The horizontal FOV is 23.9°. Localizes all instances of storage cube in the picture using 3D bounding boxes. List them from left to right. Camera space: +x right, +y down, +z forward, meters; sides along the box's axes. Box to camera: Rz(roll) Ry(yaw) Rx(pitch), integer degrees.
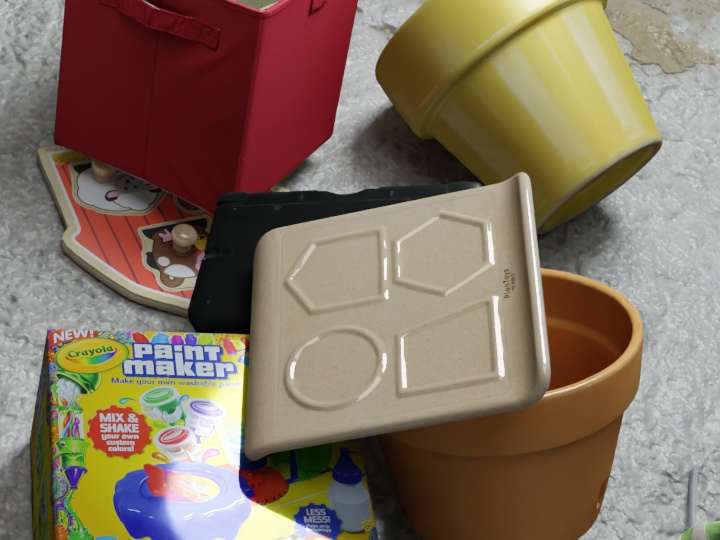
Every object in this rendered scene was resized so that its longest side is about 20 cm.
[{"bbox_3d":[-0.114,-0.176,1.314,0.170,0.181,0.200,23,35,16],"label":"storage cube"}]

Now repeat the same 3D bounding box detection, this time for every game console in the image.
[{"bbox_3d":[0.000,0.000,1.216,0.198,0.117,0.177,-2,51,18],"label":"game console"}]

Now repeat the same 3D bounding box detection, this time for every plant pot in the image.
[{"bbox_3d":[0.093,0.102,1.156,0.198,0.141,0.200,-4,23,2],"label":"plant pot"},{"bbox_3d":[0.142,-0.142,1.401,0.200,0.201,0.190,-26,77,-34],"label":"plant pot"}]

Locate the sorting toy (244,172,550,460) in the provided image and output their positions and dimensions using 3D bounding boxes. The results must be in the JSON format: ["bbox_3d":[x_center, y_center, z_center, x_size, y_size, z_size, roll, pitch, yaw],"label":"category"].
[{"bbox_3d":[0.022,0.031,1.082,0.198,0.037,0.186,-14,45,14],"label":"sorting toy"}]

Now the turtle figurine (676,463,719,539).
[{"bbox_3d":[0.280,0.237,1.171,0.144,0.200,0.194,44,68,-7],"label":"turtle figurine"}]

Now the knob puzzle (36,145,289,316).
[{"bbox_3d":[-0.136,-0.043,1.321,0.218,0.031,0.221,9,47,-10],"label":"knob puzzle"}]

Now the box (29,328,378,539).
[{"bbox_3d":[-0.106,0.151,1.094,0.198,0.122,0.194,2,48,-16],"label":"box"}]
